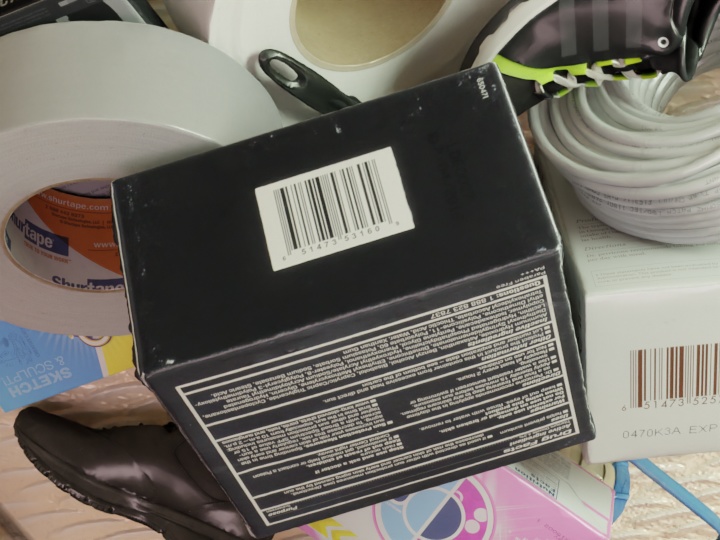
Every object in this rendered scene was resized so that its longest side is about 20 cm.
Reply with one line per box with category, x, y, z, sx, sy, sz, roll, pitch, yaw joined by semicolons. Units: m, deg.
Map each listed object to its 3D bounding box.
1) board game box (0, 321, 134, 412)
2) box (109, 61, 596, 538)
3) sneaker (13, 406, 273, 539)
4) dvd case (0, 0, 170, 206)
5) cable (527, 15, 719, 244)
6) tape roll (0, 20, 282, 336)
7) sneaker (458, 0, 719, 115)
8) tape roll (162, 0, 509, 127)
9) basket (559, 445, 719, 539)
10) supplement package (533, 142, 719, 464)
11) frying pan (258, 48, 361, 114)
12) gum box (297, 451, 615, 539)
board game box;-0.175;-0.006;1.028;0.200;0.040;0.153;-20;118;11
box;0.002;0.023;0.808;0.200;0.123;0.198;-16;146;3
sneaker;-0.142;0.136;1.098;0.200;0.076;0.091;27;83;-1
dvd case;-0.154;-0.081;0.875;0.150;0.025;0.200;-19;145;15
cable;0.196;-0.105;0.888;0.200;0.200;0.069;-1;142;34
tape roll;-0.138;-0.043;0.849;0.200;0.066;0.200;-4;147;-2
sneaker;0.138;-0.127;0.839;0.200;0.072;0.083;-39;71;23
tape roll;-0.007;-0.171;0.863;0.202;0.071;0.202;-22;143;-17
basket;0.124;0.167;1.072;0.176;0.139;0.200;-38;105;20
supplement package;0.175;0.009;0.947;0.117;0.200;0.117;-5;120;2
frying pan;0.006;-0.065;0.906;0.190;0.031;0.115;6;119;-30
gum box;0.049;0.137;0.965;0.200;0.066;0.114;35;113;-1
